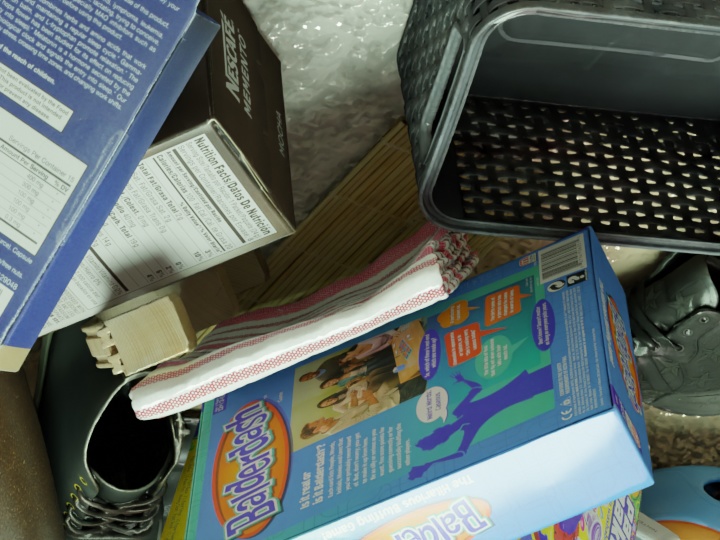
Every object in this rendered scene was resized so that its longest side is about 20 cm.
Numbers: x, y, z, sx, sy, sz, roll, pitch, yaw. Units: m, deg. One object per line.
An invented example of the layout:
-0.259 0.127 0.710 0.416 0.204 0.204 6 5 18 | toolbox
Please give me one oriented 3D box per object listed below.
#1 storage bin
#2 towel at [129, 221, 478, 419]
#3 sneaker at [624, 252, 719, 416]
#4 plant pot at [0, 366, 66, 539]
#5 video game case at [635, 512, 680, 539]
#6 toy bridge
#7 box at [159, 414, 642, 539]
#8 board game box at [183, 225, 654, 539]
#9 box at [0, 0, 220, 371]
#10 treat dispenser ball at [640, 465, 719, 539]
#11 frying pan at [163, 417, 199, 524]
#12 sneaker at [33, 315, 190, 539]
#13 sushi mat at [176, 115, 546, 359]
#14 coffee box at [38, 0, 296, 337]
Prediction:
0.127 -0.089 1.096 0.199 0.094 0.136 4 137 -14 | storage bin
-0.022 0.018 1.117 0.146 0.200 0.030 -24 92 8 | towel
0.150 0.025 1.256 0.198 0.060 0.104 3 139 -20 | sneaker
-0.210 0.150 1.177 0.186 0.187 0.201 -20 106 14 | plant pot
0.066 0.181 1.300 0.023 0.181 0.201 -17 129 -48 | video game case
-0.090 0.019 1.134 0.067 0.200 0.027 -22 95 10 | toy bridge
0.018 0.133 1.159 0.192 0.201 0.122 -14 128 25 | box
0.022 0.071 1.067 0.199 0.152 0.045 -23 117 14 | board game box
-0.140 -0.075 1.016 0.201 0.121 0.032 -59 160 7 | box
0.183 0.208 1.355 0.199 0.202 0.202 -4 139 -4 | treat dispenser ball
-0.097 0.096 1.321 0.114 0.031 0.191 3 141 -12 | frying pan
-0.129 0.114 1.224 0.074 0.106 0.201 -3 116 -15 | sneaker
0.000 0.000 1.236 0.095 0.012 0.200 24 129 -29 | sushi mat
-0.134 -0.043 1.093 0.199 0.113 0.080 -23 134 15 | coffee box
